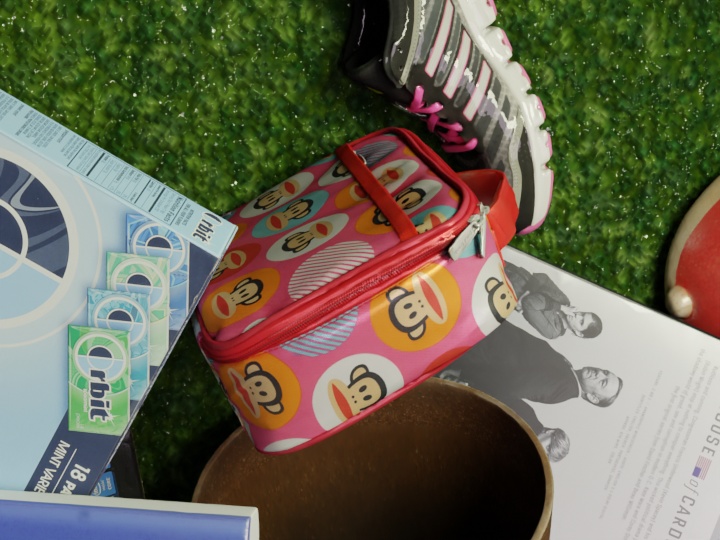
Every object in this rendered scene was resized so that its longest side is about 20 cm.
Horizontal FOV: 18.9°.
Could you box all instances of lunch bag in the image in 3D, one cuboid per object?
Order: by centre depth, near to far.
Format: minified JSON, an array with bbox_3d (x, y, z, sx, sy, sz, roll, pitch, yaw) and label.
[{"bbox_3d":[0.000,0.000,1.082,0.175,0.200,0.082,-29,109,-3],"label":"lunch bag"}]

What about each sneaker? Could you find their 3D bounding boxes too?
[{"bbox_3d":[0.036,-0.104,1.163,0.087,0.074,0.201,-27,103,-18],"label":"sneaker"}]

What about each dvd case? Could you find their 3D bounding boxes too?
[{"bbox_3d":[0.122,0.085,1.213,0.199,0.025,0.151,24,88,0],"label":"dvd case"}]

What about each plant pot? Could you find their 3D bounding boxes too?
[{"bbox_3d":[0.016,0.193,1.149,0.186,0.187,0.201,-23,129,-19],"label":"plant pot"}]

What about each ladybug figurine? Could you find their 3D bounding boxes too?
[{"bbox_3d":[0.270,-0.010,1.281,0.199,0.072,0.137,-24,108,-19],"label":"ladybug figurine"}]

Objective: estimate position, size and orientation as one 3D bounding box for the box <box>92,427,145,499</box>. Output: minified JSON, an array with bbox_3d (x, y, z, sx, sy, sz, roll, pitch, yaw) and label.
[{"bbox_3d":[-0.184,0.167,1.121,0.158,0.049,0.202,-15,104,-23],"label":"box"}]

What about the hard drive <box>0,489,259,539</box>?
[{"bbox_3d":[-0.148,0.173,1.039,0.198,0.025,0.133,3,103,10],"label":"hard drive"}]

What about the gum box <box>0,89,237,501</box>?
[{"bbox_3d":[-0.184,0.003,1.022,0.199,0.045,0.171,30,114,-3],"label":"gum box"}]
